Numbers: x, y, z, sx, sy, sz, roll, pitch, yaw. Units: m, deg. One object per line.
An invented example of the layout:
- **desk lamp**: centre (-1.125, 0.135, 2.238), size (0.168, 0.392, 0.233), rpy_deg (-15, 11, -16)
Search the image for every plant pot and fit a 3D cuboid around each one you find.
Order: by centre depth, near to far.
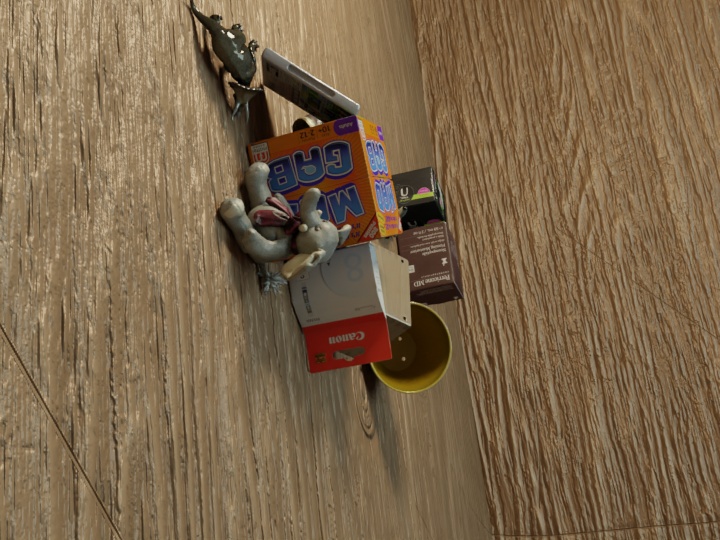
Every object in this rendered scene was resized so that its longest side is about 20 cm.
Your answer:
- **plant pot**: centre (0.099, 0.181, 1.769), size (0.142, 0.196, 0.205), rpy_deg (146, -66, -77)

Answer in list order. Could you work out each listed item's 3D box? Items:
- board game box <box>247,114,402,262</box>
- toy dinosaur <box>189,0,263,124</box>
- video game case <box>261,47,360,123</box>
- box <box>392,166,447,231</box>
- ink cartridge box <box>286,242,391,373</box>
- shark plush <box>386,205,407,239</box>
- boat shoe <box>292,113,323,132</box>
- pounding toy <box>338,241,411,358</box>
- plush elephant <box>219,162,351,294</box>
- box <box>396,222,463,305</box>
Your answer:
- **board game box**: centre (-0.055, -0.140, 1.339), size (0.200, 0.196, 0.204), rpy_deg (-21, 99, -76)
- **toy dinosaur**: centre (-0.200, -0.344, 1.190), size (0.103, 0.075, 0.202), rpy_deg (-106, 177, -47)
- **video game case**: centre (-0.090, -0.307, 1.323), size (0.022, 0.180, 0.200), rpy_deg (-59, -174, -3)
- **box**: centre (0.186, -0.215, 2.419), size (0.200, 0.145, 0.127), rpy_deg (54, 30, -59)
- **ink cartridge box**: centre (-0.038, 0.067, 1.328), size (0.047, 0.157, 0.205), rpy_deg (22, 58, -74)
- **shark plush**: centre (0.077, -0.132, 2.184), size (0.200, 0.089, 0.085), rpy_deg (110, -8, -79)
- **boat shoe**: centre (-0.059, -0.214, 1.486), size (0.066, 0.071, 0.203), rpy_deg (-39, 106, -37)
- **pounding toy**: centre (0.014, 0.069, 1.506), size (0.140, 0.199, 0.187), rpy_deg (25, 46, -28)
- **plush elephant**: centre (-0.103, -0.062, 1.173), size (0.165, 0.152, 0.204), rpy_deg (-61, 139, -62)
- **box**: centre (0.217, -0.015, 2.357), size (0.164, 0.163, 0.204), rpy_deg (48, 33, -64)
